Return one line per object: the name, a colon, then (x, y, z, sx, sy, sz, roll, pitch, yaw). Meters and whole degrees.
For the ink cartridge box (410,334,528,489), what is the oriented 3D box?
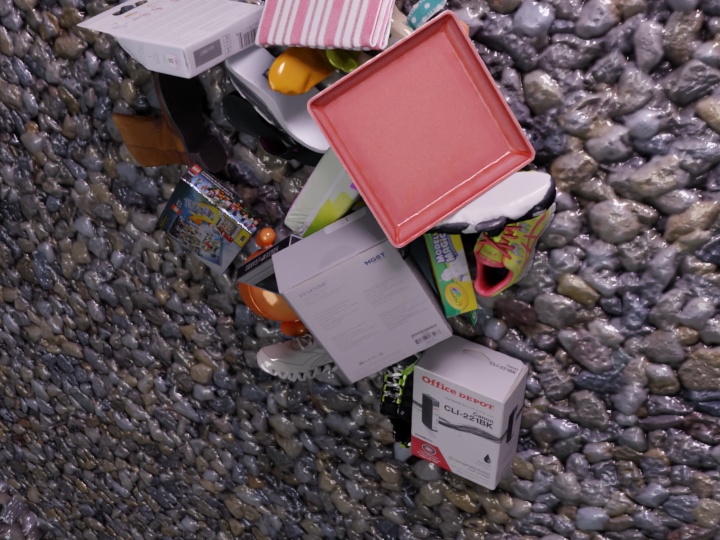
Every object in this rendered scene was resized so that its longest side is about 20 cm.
ink cartridge box: (0.155, 0.204, 1.631, 0.144, 0.084, 0.200, 21, 135, 22)

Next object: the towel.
towel: (-0.033, -0.325, 1.308, 0.200, 0.147, 0.030, 10, 171, 39)

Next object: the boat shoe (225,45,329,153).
boat shoe: (-0.106, -0.225, 1.507, 0.200, 0.072, 0.068, 41, 160, 8)

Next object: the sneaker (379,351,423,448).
sneaker: (0.065, 0.190, 1.708, 0.072, 0.083, 0.200, 10, 130, 37)

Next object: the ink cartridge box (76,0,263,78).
ink cartridge box: (-0.245, -0.317, 1.480, 0.200, 0.163, 0.057, 14, 128, 34)

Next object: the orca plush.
orca plush: (0.141, -0.054, 1.319, 0.200, 0.105, 0.071, -26, 127, 10)

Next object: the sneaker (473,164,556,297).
sneaker: (0.182, -0.043, 1.383, 0.078, 0.090, 0.200, 27, 137, 25)

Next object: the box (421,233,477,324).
box: (0.106, -0.032, 1.449, 0.048, 0.117, 0.200, -18, 120, 2)

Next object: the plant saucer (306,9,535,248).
plant saucer: (0.069, -0.161, 1.287, 0.200, 0.199, 0.037, 57, 177, -14)

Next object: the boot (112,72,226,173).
boot: (-0.308, -0.234, 1.707, 0.200, 0.069, 0.188, 12, 144, 43)

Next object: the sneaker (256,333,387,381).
sneaker: (-0.054, 0.111, 1.631, 0.075, 0.199, 0.081, -120, 31, -55)

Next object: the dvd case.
dvd case: (-0.046, 0.013, 1.511, 0.200, 0.025, 0.150, 20, 152, -27)

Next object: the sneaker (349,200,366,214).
sneaker: (0.000, 0.000, 1.597, 0.074, 0.085, 0.200, 5, 127, 41)

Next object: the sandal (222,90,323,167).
sandal: (-0.121, -0.189, 1.569, 0.200, 0.048, 0.075, 24, 137, 27)

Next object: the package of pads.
package of pads: (-0.008, -0.137, 1.426, 0.068, 0.155, 0.200, 38, 142, -1)

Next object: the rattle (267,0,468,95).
rattle: (0.005, -0.265, 1.315, 0.200, 0.143, 0.131, 19, 121, 38)

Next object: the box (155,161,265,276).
box: (-0.237, -0.077, 1.748, 0.137, 0.038, 0.200, 39, 152, -5)

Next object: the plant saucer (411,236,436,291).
plant saucer: (0.080, -0.037, 1.544, 0.070, 0.019, 0.200, 7, 129, 39)

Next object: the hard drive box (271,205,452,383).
hard drive box: (0.005, 0.032, 1.426, 0.156, 0.077, 0.200, -26, 132, 9)

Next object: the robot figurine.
robot figurine: (-0.116, 0.020, 1.669, 0.116, 0.144, 0.200, 17, 176, -14)
